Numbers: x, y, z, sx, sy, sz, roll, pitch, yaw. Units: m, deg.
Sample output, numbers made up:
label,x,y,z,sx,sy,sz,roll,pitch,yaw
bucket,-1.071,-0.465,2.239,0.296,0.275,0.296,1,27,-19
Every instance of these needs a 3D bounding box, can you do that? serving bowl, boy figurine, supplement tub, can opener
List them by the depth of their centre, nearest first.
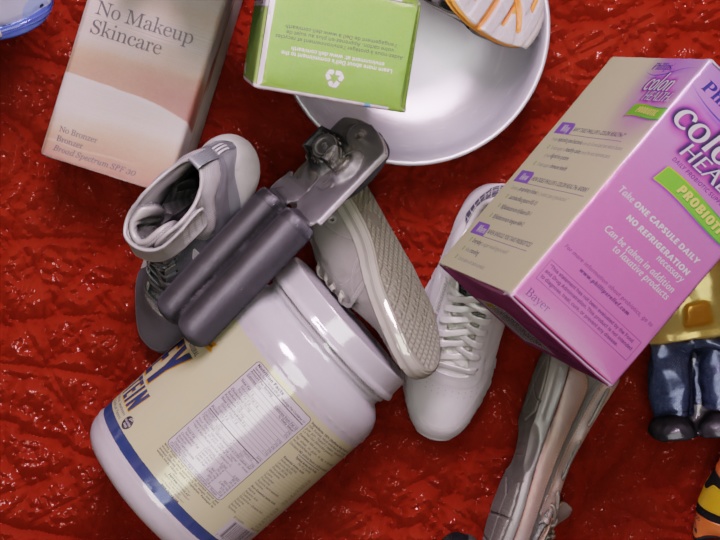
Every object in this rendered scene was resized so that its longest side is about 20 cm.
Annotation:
label,x,y,z,sx,sy,sz,roll,pitch,yaw
can opener,-0.053,-0.024,1.318,0.200,0.067,0.053,-47,56,-3
supplement tub,-0.081,0.101,1.360,0.200,0.145,0.145,-42,91,3
serving bowl,0.039,-0.178,1.381,0.199,0.066,0.201,0,94,1
boy figurine,0.251,0.023,1.390,0.124,0.064,0.201,-1,95,5

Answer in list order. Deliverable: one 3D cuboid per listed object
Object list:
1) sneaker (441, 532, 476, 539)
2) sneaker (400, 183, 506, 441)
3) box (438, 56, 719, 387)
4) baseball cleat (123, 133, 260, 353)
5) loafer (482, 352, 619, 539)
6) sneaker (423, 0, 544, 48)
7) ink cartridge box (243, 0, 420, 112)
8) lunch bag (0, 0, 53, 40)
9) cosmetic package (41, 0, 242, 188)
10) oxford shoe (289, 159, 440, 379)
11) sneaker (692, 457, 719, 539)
label,x,y,z,sx,sy,sz,roll,pitch,yaw
sneaker,-0.002,0.255,1.401,0.114,0.076,0.199,43,98,-8
sneaker,0.076,0.031,1.386,0.076,0.081,0.201,14,95,-1
box,0.171,-0.039,1.263,0.097,0.176,0.200,41,86,-14
baseball cleat,-0.141,-0.013,1.344,0.070,0.106,0.200,37,125,22
loafer,0.140,0.159,1.399,0.063,0.072,0.201,17,90,-7
sneaker,0.047,-0.225,1.314,0.200,0.077,0.078,37,68,-18
ink cartridge box,-0.070,-0.162,1.265,0.199,0.148,0.076,7,97,-7
lunch bag,-0.288,-0.220,1.324,0.160,0.200,0.076,-12,127,0
cosmetic package,-0.153,-0.165,1.376,0.103,0.087,0.201,16,93,1
oxford shoe,0.000,0.000,1.367,0.058,0.075,0.200,-36,63,18
sneaker,0.345,0.205,1.402,0.200,0.070,0.090,26,108,0
